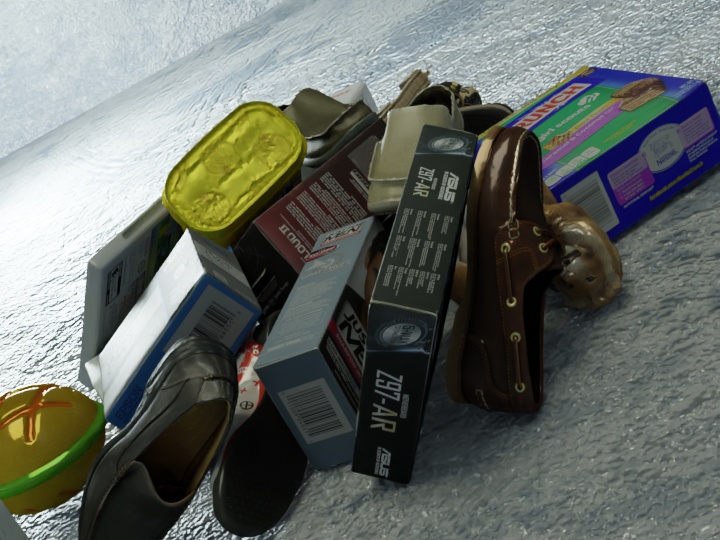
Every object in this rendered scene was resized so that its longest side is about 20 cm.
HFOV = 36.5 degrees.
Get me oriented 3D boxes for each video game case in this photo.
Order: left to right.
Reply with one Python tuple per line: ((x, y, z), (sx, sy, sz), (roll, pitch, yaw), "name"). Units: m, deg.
((-0.232, 0.007, 1.163), (0.183, 0.022, 0.201), (-50, -14, -41), "video game case")

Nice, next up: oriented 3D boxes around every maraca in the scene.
((-0.307, 0.160, 0.985), (0.198, 0.108, 0.137), (-8, 23, 42), "maraca")

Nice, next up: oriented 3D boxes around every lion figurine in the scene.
((0.117, -0.011, 0.875), (0.072, 0.124, 0.199), (-26, 0, -36), "lion figurine")

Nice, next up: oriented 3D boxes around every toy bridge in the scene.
((0.024, -0.167, 1.240), (0.201, 0.027, 0.067), (-50, 12, -29), "toy bridge")

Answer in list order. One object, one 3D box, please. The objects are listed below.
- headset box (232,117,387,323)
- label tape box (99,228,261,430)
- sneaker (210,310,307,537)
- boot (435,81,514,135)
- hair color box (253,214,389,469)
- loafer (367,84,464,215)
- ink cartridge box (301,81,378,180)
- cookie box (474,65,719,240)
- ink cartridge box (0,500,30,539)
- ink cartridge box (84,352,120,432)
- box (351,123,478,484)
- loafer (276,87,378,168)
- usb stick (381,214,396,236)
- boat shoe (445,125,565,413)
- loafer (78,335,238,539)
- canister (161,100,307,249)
((-0.046, -0.039, 1.067), (0.200, 0.075, 0.149), (-42, -2, -29), "headset box")
((-0.163, 0.046, 0.946), (0.145, 0.063, 0.200), (-54, 22, 5), "label tape box")
((-0.094, 0.134, 0.853), (0.108, 0.067, 0.203), (-40, 28, 38), "sneaker")
((0.104, -0.163, 1.228), (0.198, 0.074, 0.151), (-23, 22, 37), "boot")
((-0.010, 0.051, 0.870), (0.060, 0.100, 0.201), (-19, 24, 23), "hair color box")
((0.047, -0.108, 0.962), (0.074, 0.069, 0.201), (-6, 25, 17), "loafer")
((-0.061, -0.138, 1.354), (0.143, 0.085, 0.201), (-18, 25, 26), "ink cartridge box")
((0.199, -0.105, 0.979), (0.170, 0.076, 0.200), (-34, 22, -9), "cookie box")
((-0.315, 0.254, 0.742), (0.144, 0.146, 0.201), (-25, 22, 7), "ink cartridge box")
((-0.178, 0.090, 1.062), (0.161, 0.058, 0.200), (-34, 18, -12), "ink cartridge box")
((0.039, 0.020, 0.770), (0.043, 0.162, 0.201), (11, 41, 6), "box")
((-0.053, -0.153, 1.154), (0.075, 0.070, 0.199), (-40, 18, -26), "loafer")
((0.000, 0.000, 1.057), (0.200, 0.033, 0.055), (-41, 31, -27), "usb stick")
((0.111, -0.001, 0.767), (0.069, 0.204, 0.070), (3, -5, 37), "boat shoe")
((-0.148, 0.146, 0.783), (0.202, 0.072, 0.072), (-64, 25, 14), "loafer")
((-0.123, -0.069, 1.140), (0.149, 0.086, 0.200), (-46, -12, -14), "canister")
